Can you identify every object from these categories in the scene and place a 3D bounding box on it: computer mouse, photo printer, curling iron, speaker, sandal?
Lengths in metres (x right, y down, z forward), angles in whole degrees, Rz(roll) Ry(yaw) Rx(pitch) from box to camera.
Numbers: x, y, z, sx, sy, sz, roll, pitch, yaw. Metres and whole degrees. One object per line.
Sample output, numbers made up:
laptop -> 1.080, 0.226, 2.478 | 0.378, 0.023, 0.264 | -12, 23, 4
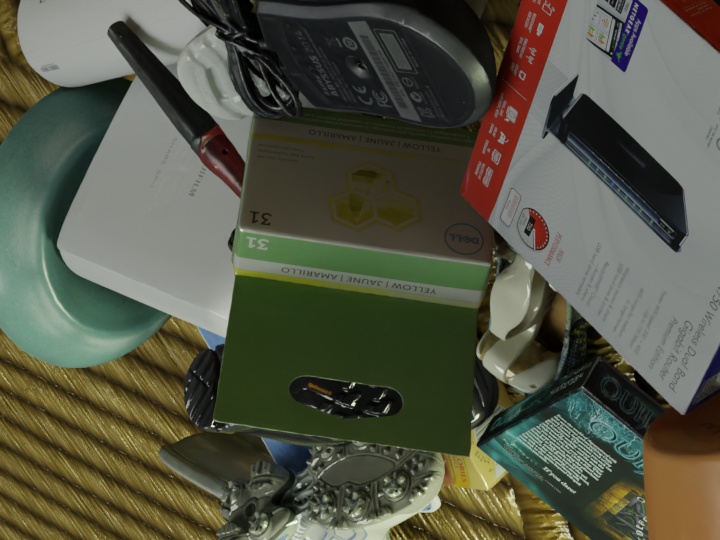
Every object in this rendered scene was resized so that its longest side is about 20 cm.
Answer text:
computer mouse -> -0.004, -0.131, 1.095 | 0.199, 0.053, 0.139 | 15, 146, 38
photo printer -> -0.085, -0.047, 1.306 | 0.199, 0.167, 0.069 | 21, 172, 43
curling iron -> -0.090, -0.069, 1.222 | 0.026, 0.049, 0.201 | -44, 73, 38
speaker -> -0.132, -0.166, 1.294 | 0.199, 0.081, 0.081 | -6, 120, 50
sandal -> -0.021, -0.147, 1.173 | 0.202, 0.050, 0.083 | -16, 127, 30

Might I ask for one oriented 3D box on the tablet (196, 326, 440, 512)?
tablet -> -0.034, 0.085, 1.401 | 0.130, 0.014, 0.201 | -6, 122, 42

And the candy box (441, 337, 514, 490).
candy box -> 0.022, 0.048, 1.372 | 0.116, 0.056, 0.201 | 0, 126, 54

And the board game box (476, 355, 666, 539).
board game box -> 0.179, 0.140, 1.239 | 0.200, 0.028, 0.135 | 40, 149, -8

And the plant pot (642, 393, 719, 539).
plant pot -> 0.229, 0.130, 1.051 | 0.200, 0.199, 0.141 | -3, 108, 56

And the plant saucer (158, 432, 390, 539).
plant saucer -> -0.054, 0.162, 1.568 | 0.199, 0.050, 0.200 | 25, 178, 1

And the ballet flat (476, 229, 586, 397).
ballet flat -> 0.098, 0.027, 1.228 | 0.074, 0.074, 0.201 | 34, 148, 26

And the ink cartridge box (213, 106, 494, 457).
ink cartridge box -> 0.000, 0.000, 1.148 | 0.145, 0.201, 0.048 | 8, 138, -3

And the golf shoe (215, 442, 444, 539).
golf shoe -> -0.004, 0.158, 1.397 | 0.097, 0.079, 0.199 | 31, 145, -35

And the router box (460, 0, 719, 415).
router box -> 0.144, -0.059, 1.024 | 0.180, 0.049, 0.201 | 46, 143, 26

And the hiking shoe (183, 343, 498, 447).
hiking shoe -> -0.006, 0.073, 1.313 | 0.199, 0.076, 0.101 | 1, 172, 16

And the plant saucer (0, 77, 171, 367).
plant saucer -> -0.169, -0.029, 1.403 | 0.036, 0.200, 0.201 | 13, 135, 43
